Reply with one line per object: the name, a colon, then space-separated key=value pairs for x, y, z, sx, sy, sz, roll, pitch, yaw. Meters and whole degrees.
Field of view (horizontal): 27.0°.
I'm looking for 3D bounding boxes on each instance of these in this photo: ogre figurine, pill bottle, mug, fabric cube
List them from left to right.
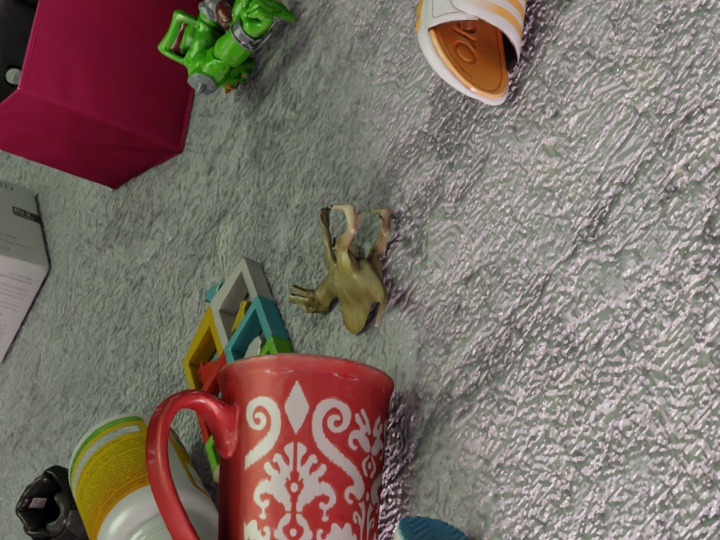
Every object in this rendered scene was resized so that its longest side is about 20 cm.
fabric cube: x=-0.312 y=-0.232 z=1.709 sx=0.199 sy=0.197 sz=0.199 roll=-19 pitch=58 yaw=55
pill bottle: x=-0.183 y=0.217 z=1.308 sx=0.112 sy=0.110 sz=0.200 roll=-64 pitch=29 yaw=13
ogre figurine: x=-0.138 y=-0.249 z=1.522 sx=0.120 sy=0.098 sz=0.201 roll=-49 pitch=45 yaw=14
mug: x=-0.065 y=0.175 z=1.082 sx=0.134 sy=0.175 sz=0.203 roll=95 pitch=178 yaw=-70

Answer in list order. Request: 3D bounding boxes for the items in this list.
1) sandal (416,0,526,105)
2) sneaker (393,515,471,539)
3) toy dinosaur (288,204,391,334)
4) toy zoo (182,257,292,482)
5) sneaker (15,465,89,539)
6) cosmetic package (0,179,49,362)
sandal: x=0.088 y=-0.220 z=1.126 sx=0.059 sy=0.078 sz=0.209 roll=-42 pitch=38 yaw=46
sneaker: x=0.055 y=0.247 z=0.927 sx=0.201 sy=0.076 sz=0.081 roll=-108 pitch=37 yaw=-56
toy dinosaur: x=0.000 y=0.000 z=1.195 sx=0.200 sy=0.057 sz=0.103 roll=-179 pitch=91 yaw=-68
toy zoo: x=-0.114 y=0.079 z=1.363 sx=0.132 sy=0.020 sz=0.201 roll=-59 pitch=31 yaw=22
sneaker: x=-0.292 y=0.226 z=1.494 sx=0.199 sy=0.110 sz=0.078 roll=21 pitch=91 yaw=62
cosmetic package: x=-0.528 y=-0.016 z=1.992 sx=0.166 sy=0.163 sz=0.201 roll=-58 pitch=33 yaw=22
